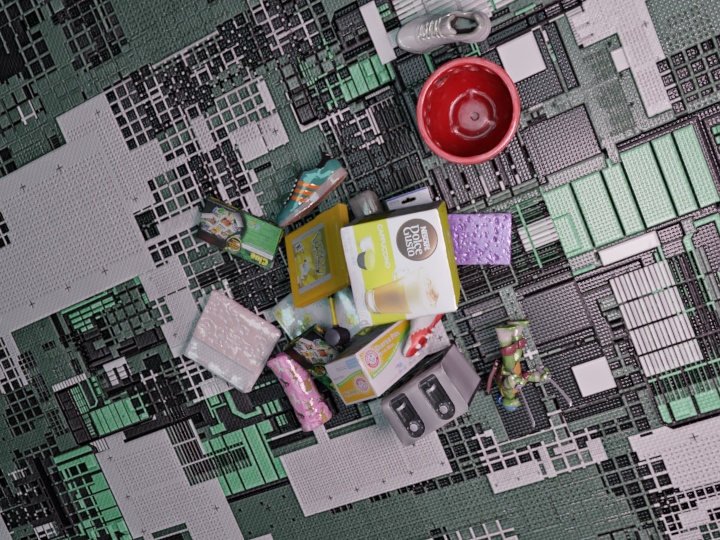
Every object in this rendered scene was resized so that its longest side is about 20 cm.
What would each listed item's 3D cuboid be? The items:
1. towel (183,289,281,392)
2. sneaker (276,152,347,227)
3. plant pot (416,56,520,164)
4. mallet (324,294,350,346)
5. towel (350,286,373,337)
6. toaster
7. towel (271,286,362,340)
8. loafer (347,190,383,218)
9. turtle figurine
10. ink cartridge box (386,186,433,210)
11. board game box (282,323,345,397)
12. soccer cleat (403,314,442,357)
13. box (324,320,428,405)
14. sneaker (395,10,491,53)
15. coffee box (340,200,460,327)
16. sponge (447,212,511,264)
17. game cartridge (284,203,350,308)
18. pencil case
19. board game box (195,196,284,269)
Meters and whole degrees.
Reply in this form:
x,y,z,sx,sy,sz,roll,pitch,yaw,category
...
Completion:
x,y,z,sx,sy,sz,roll,pitch,yaw,category
-0.314,0.175,1.699,0.199,0.032,0.192,31,105,5,towel
-0.124,-0.182,1.574,0.200,0.071,0.080,-41,86,10,sneaker
0.221,-0.317,1.406,0.199,0.182,0.202,2,101,13,plant pot
-0.067,0.070,1.541,0.041,0.066,0.202,-12,91,22,mallet
0.004,0.054,1.610,0.085,0.018,0.202,14,103,11,towel
0.162,0.268,1.530,0.180,0.200,0.119,-36,88,24,toaster
-0.092,0.104,1.613,0.200,0.048,0.172,-37,86,21,towel
0.032,-0.078,1.557,0.069,0.070,0.201,-22,87,21,loafer
0.359,0.208,1.492,0.143,0.200,0.196,-9,94,-20,turtle figurine
0.132,-0.074,1.517,0.099,0.039,0.202,-16,97,16,ink cartridge box
-0.072,0.210,1.601,0.105,0.024,0.200,-36,118,20,board game box
0.134,0.101,1.524,0.085,0.069,0.201,28,66,17,soccer cleat
0.037,0.193,1.517,0.112,0.200,0.102,-26,94,45,box
0.165,-0.498,1.431,0.198,0.099,0.079,-8,98,14,sneaker
0.089,-0.020,1.411,0.196,0.200,0.201,-10,98,12,coffee box
0.229,-0.069,1.529,0.198,0.030,0.113,1,99,14,sponge
-0.090,-0.030,1.532,0.199,0.032,0.178,-27,66,45,game cartridge
-0.144,0.282,1.652,0.082,0.087,0.201,-29,91,-2,pencil case
-0.284,-0.088,1.641,0.199,0.023,0.106,24,103,9,board game box
